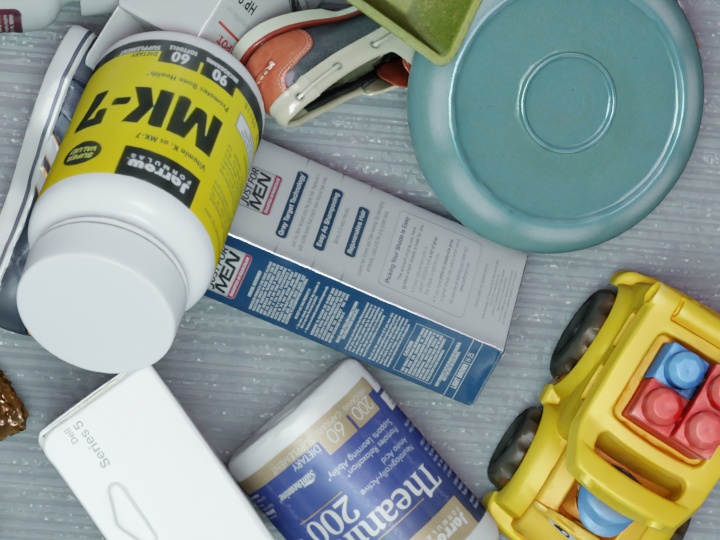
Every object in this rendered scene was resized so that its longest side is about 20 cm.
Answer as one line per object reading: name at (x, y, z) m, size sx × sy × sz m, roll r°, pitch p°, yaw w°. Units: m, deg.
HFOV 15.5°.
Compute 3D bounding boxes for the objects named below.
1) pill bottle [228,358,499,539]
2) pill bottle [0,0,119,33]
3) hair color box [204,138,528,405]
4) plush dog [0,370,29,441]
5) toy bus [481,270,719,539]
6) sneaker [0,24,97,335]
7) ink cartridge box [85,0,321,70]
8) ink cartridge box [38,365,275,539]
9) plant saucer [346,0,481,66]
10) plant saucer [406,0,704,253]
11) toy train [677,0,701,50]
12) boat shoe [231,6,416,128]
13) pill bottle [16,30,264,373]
pill bottle at (0.018, 0.164, 1.693) m, size 0.111 × 0.111 × 0.200 m, roll -41°, pitch 92°, yaw -6°
pill bottle at (-0.249, -0.205, 1.681) m, size 0.199 × 0.110 × 0.110 m, roll -3°, pitch 88°, yaw -6°
hair color box at (0.000, 0.000, 1.700) m, size 0.199 × 0.061 × 0.100 m, roll 24°, pitch 41°, yaw -4°
plush dog at (-0.311, 0.088, 1.669) m, size 0.200 × 0.160 × 0.172 m, roll 45°, pitch 68°, yaw -30°
toy bus at (0.181, 0.108, 1.672) m, size 0.135 × 0.192 × 0.200 m, roll 32°, pitch 87°, yaw -5°
sneaker at (-0.186, -0.053, 1.699) m, size 0.079 × 0.078 × 0.201 m, roll 19°, pitch 96°, yaw 0°
ink cartridge box at (-0.080, -0.185, 1.686) m, size 0.068 × 0.116 × 0.200 m, roll 30°, pitch 85°, yaw 25°
ink cartridge box at (-0.126, 0.135, 1.635) m, size 0.084 × 0.200 × 0.146 m, roll -36°, pitch 92°, yaw -6°
plant saucer at (0.009, -0.257, 1.622) m, size 0.199 × 0.048 × 0.201 m, roll 33°, pitch 73°, yaw -27°
plant saucer at (0.128, -0.107, 1.675) m, size 0.199 × 0.027 × 0.201 m, roll -3°, pitch 101°, yaw -13°
toy train at (0.133, -0.109, 1.731) m, size 0.199 × 0.087 × 0.115 m, roll -26°, pitch 100°, yaw -8°
boat shoe at (0.011, -0.140, 1.692) m, size 0.199 × 0.071 × 0.063 m, roll -18°, pitch 61°, yaw -36°
pill bottle at (-0.132, -0.041, 1.575) m, size 0.114 × 0.114 × 0.200 m, roll 20°, pitch 44°, yaw -5°
